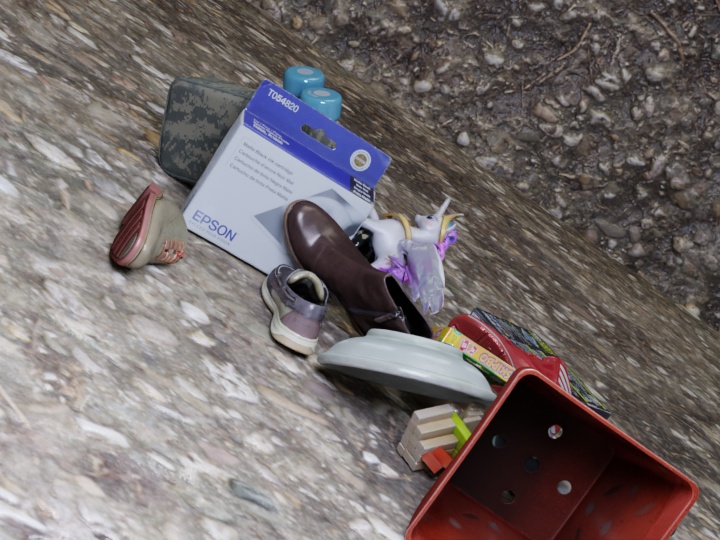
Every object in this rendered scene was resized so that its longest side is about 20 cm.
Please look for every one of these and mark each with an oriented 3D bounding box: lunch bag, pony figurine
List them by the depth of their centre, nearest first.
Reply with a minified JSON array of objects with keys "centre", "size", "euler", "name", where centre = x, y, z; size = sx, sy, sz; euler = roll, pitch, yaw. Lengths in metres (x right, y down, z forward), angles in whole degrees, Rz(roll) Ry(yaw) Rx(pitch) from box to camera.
[{"centre":[0.041,-0.012,1.775],"size":[0.198,0.167,0.195],"euler":[5,66,-12],"name":"pony figurine"},{"centre":[-0.137,-0.170,1.791],"size":[0.199,0.141,0.167],"euler":[17,15,30],"name":"lunch bag"}]

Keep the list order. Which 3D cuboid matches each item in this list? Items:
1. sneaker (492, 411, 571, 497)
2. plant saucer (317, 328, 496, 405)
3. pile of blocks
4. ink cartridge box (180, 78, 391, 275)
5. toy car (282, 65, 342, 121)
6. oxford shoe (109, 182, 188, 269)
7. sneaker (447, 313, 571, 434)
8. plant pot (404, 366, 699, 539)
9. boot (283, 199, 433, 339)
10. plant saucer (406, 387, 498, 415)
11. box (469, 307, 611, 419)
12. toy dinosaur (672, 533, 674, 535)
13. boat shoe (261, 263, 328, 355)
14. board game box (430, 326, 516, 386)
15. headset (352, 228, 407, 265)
[{"centre":[0.201,0.205,1.502],"size":[0.201,0.077,0.140],"euler":[60,19,-22],"name":"sneaker"},{"centre":[0.054,0.099,1.479],"size":[0.198,0.051,0.200],"euler":[13,-8,2],"name":"plant saucer"},{"centre":[0.125,0.193,1.470],"size":[0.199,0.082,0.062],"euler":[18,28,-49],"name":"pile of blocks"},{"centre":[-0.087,-0.095,1.654],"size":[0.199,0.201,0.041],"euler":[29,12,-21],"name":"ink cartridge box"},{"centre":[-0.143,-0.184,1.974],"size":[0.198,0.186,0.177],"euler":[-1,28,-19],"name":"toy car"},{"centre":[-0.212,-0.038,1.450],"size":[0.075,0.071,0.200],"euler":[38,14,-13],"name":"oxford shoe"},{"centre":[0.202,0.128,1.837],"size":[0.200,0.078,0.115],"euler":[50,29,2],"name":"sneaker"},{"centre":[0.175,0.210,1.328],"size":[0.199,0.200,0.176],"euler":[35,7,-3],"name":"plant pot"},{"centre":[0.000,0.000,1.586],"size":[0.201,0.072,0.166],"euler":[57,-20,-13],"name":"boot"},{"centre":[0.124,0.157,1.694],"size":[0.199,0.030,0.200],"euler":[33,15,-10],"name":"plant saucer"},{"centre":[0.253,0.146,2.000],"size":[0.160,0.044,0.200],"euler":[24,19,-43],"name":"box"},{"centre":[0.284,0.281,1.655],"size":[0.181,0.105,0.201],"euler":[29,-28,30],"name":"toy dinosaur"},{"centre":[-0.068,0.031,1.566],"size":[0.072,0.065,0.200],"euler":[29,14,-13],"name":"boat shoe"},{"centre":[0.113,0.098,1.599],"size":[0.095,0.030,0.200],"euler":[33,-6,-11],"name":"board game box"},{"centre":[0.005,-0.010,1.917],"size":[0.123,0.094,0.200],"euler":[39,29,-3],"name":"headset"}]
